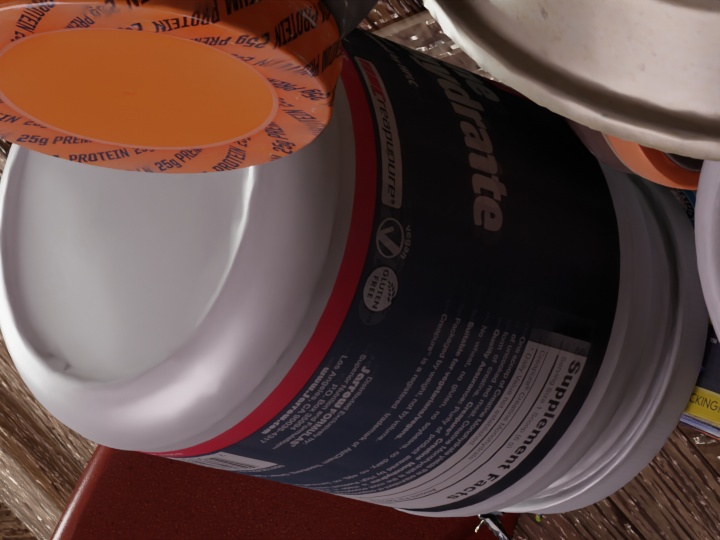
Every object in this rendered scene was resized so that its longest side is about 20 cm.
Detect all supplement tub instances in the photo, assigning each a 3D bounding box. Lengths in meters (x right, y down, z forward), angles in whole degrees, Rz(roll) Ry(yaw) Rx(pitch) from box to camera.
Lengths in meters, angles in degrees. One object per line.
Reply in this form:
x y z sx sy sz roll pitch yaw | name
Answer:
0.000 0.000 0.894 0.200 0.141 0.140 16 -177 -45 | supplement tub
-0.045 -0.133 0.703 0.122 0.201 0.123 5 160 2 | supplement tub

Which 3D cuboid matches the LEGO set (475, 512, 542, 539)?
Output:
0.031 0.031 1.204 0.200 0.116 0.154 46 159 -6 | LEGO set

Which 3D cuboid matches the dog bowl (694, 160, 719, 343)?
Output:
0.176 0.003 0.767 0.200 0.059 0.201 26 136 28 | dog bowl

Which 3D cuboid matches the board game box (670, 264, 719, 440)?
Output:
0.164 0.043 0.984 0.200 0.057 0.165 20 176 45 | board game box

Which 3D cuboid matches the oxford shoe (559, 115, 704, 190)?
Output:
0.053 -0.117 0.835 0.073 0.071 0.201 12 123 59 | oxford shoe

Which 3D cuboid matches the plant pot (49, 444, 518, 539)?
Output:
-0.057 0.150 1.501 0.200 0.176 0.200 39 159 14 | plant pot

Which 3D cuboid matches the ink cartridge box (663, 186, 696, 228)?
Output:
0.150 -0.060 0.894 0.200 0.067 0.116 13 143 54 | ink cartridge box

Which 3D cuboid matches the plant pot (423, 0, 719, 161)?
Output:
0.104 -0.158 0.666 0.200 0.200 0.184 30 144 31 | plant pot
